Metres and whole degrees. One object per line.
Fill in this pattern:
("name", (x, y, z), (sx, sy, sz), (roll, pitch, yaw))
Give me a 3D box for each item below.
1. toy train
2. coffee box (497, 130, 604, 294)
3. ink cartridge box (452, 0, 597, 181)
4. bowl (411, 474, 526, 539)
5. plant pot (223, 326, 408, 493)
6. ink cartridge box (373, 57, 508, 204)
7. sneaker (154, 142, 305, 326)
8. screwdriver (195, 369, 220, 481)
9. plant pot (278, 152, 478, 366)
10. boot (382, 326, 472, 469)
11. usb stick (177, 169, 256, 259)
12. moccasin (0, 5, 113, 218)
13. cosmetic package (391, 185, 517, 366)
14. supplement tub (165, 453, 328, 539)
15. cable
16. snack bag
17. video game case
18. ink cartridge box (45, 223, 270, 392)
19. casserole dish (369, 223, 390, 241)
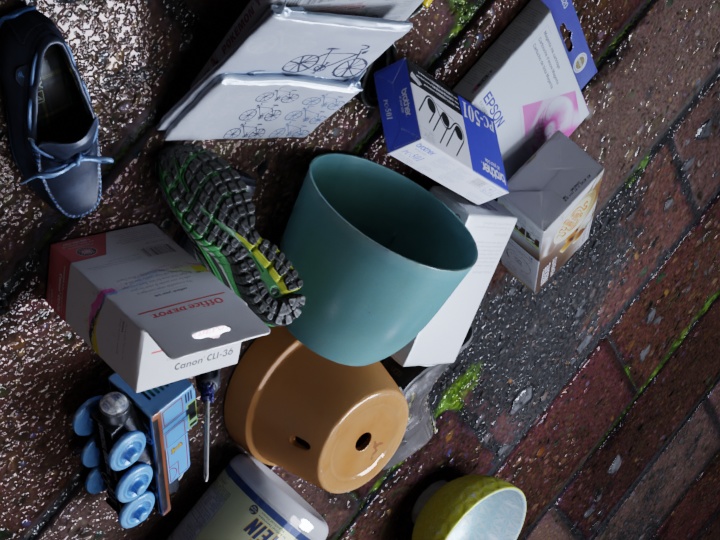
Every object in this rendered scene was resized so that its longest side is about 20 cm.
("toy train", (-0.224, 0.179, 1.272), (0.114, 0.086, 0.201), (-36, 148, -30))
("coffee box", (0.231, -0.068, 1.547), (0.114, 0.080, 0.200), (-44, 161, -14))
("ink cartridge box", (0.213, -0.221, 1.489), (0.200, 0.043, 0.197), (-48, 143, -7))
("bowl", (0.138, 0.371, 1.813), (0.199, 0.107, 0.202), (-28, 136, -31))
("plant pot", (-0.038, 0.159, 1.427), (0.199, 0.140, 0.202), (-27, 135, -31))
("ink cartridge box", (0.090, -0.145, 1.328), (0.044, 0.095, 0.199), (-20, 157, 27))
("sneaker", (-0.139, -0.027, 1.180), (0.078, 0.085, 0.202), (-40, 107, -38))
("screwdriver", (-0.154, 0.141, 1.257), (0.028, 0.201, 0.029), (22, 114, -19))
("plant pot", (0.000, 0.000, 1.309), (0.199, 0.201, 0.162), (0, 129, -47))
("boot", (0.074, 0.164, 1.626), (0.199, 0.069, 0.175), (-36, 143, -11))
("usb stick", (-0.164, -0.011, 1.242), (0.055, 0.033, 0.202), (14, 108, -47))
("moccasin", (-0.255, -0.117, 1.029), (0.080, 0.068, 0.201), (-36, 140, -22))
("cosmetic package", (0.095, 0.008, 1.451), (0.101, 0.074, 0.202), (2, 118, -48))
("supplement tub", (-0.148, 0.331, 1.435), (0.201, 0.145, 0.145), (-50, 143, -5))
("cable", (0.040, -0.257, 1.260), (0.097, 0.050, 0.202), (3, 116, -52))
("snack bag", (-0.064, -0.177, 1.146), (0.187, 0.022, 0.199), (-6, 157, -46))
("video game case", (-0.039, -0.223, 1.140), (0.198, 0.023, 0.182), (-17, 165, -38))
("ink cartridge box", (-0.184, 0.040, 1.120), (0.116, 0.199, 0.068), (-14, 128, -40))
("casserole dish", (0.065, -0.035, 1.474), (0.199, 0.039, 0.122), (-26, 135, -34))
